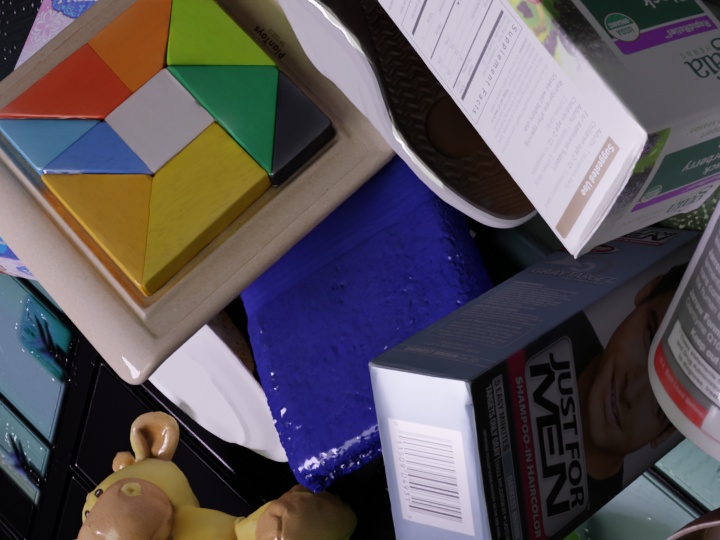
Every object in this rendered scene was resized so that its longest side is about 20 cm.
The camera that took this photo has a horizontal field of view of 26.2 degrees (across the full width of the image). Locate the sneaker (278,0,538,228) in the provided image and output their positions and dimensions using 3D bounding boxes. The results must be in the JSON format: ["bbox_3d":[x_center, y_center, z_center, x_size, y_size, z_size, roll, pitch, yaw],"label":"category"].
[{"bbox_3d":[0.024,-0.103,0.756,0.201,0.073,0.085,53,175,8],"label":"sneaker"}]

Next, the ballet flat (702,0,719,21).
[{"bbox_3d":[0.127,-0.095,0.728,0.199,0.064,0.068,-4,111,43],"label":"ballet flat"}]

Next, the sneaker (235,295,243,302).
[{"bbox_3d":[-0.021,0.042,0.891,0.199,0.089,0.082,28,163,32],"label":"sneaker"}]

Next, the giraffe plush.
[{"bbox_3d":[-0.112,0.181,0.998,0.161,0.173,0.200,35,162,9],"label":"giraffe plush"}]

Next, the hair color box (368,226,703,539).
[{"bbox_3d":[0.094,0.056,0.730,0.060,0.199,0.100,7,114,40],"label":"hair color box"}]

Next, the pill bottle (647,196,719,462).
[{"bbox_3d":[0.207,-0.015,0.655,0.114,0.113,0.202,37,130,24],"label":"pill bottle"}]

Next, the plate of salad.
[{"bbox_3d":[-0.109,0.043,0.977,0.199,0.048,0.201,38,160,16],"label":"plate of salad"}]

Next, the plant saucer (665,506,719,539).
[{"bbox_3d":[0.234,0.161,0.718,0.198,0.035,0.201,22,148,14],"label":"plant saucer"}]

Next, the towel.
[{"bbox_3d":[0.000,0.000,0.832,0.147,0.049,0.202,-32,60,24],"label":"towel"}]

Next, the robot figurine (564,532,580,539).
[{"bbox_3d":[0.092,0.244,0.879,0.174,0.115,0.202,4,112,32],"label":"robot figurine"}]

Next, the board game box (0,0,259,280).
[{"bbox_3d":[-0.138,-0.088,0.906,0.198,0.041,0.202,7,72,40],"label":"board game box"}]

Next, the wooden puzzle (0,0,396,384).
[{"bbox_3d":[-0.103,-0.071,0.811,0.185,0.200,0.037,45,175,19],"label":"wooden puzzle"}]

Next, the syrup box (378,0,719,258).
[{"bbox_3d":[0.076,-0.112,0.659,0.201,0.078,0.082,55,146,24],"label":"syrup box"}]
